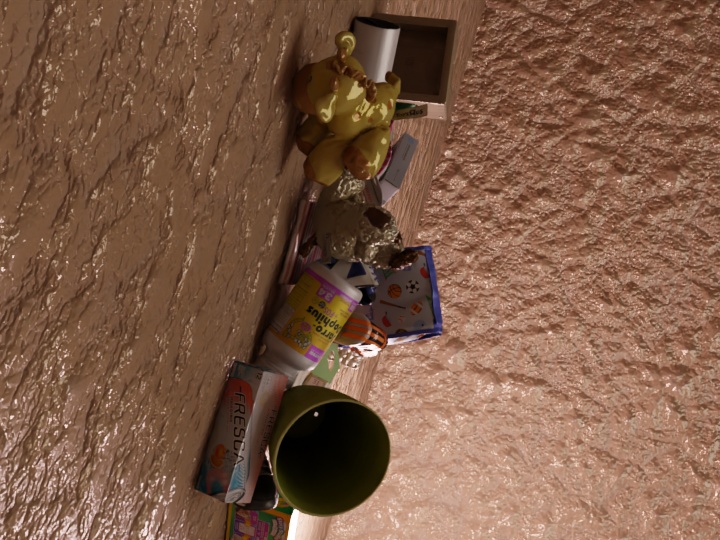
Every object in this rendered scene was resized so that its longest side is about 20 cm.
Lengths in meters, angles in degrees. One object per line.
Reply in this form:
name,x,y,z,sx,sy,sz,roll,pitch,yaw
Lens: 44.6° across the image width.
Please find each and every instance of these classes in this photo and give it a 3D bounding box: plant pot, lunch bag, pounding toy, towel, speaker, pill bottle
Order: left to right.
towel,-0.095,-0.049,1.519,0.200,0.030,0.147,-7,113,-78
pill bottle,-0.090,0.092,1.440,0.201,0.104,0.104,-56,171,-1
plant pot,-0.074,0.260,1.399,0.200,0.186,0.188,-149,-108,-66
speaker,0.010,-0.327,1.502,0.081,0.081,0.201,-57,161,-63
lunch bag,0.059,0.053,1.641,0.124,0.199,0.171,7,71,-54
pounding toy,0.079,-0.354,1.642,0.142,0.183,0.201,40,58,-81

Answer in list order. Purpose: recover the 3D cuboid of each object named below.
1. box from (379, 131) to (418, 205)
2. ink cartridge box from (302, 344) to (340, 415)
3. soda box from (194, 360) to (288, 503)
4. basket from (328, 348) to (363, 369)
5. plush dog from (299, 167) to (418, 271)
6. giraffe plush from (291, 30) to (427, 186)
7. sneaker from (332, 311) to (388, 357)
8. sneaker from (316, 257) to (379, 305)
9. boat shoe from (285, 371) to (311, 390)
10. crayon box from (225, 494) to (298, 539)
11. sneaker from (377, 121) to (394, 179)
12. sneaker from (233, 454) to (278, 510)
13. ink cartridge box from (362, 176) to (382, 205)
box,0.036,-0.174,1.828,0.200,0.041,0.156,-44,-162,46
ink cartridge box,-0.074,0.233,1.643,0.200,0.048,0.146,-55,159,-29
soda box,-0.177,0.241,1.312,0.068,0.063,0.201,25,80,-57
basket,-0.034,0.093,1.834,0.201,0.135,0.124,97,16,-49
plush dog,0.005,-0.057,1.461,0.161,0.171,0.200,-52,-139,19
giraffe plush,-0.027,-0.231,1.218,0.162,0.199,0.173,36,36,-57
sneaker,-0.038,0.109,1.538,0.112,0.199,0.078,37,74,-50
sneaker,0.000,0.000,1.556,0.199,0.115,0.081,-43,164,-32
boat shoe,-0.139,0.189,1.557,0.201,0.070,0.069,-63,144,-33
crayon box,-0.180,0.471,1.600,0.058,0.118,0.201,-62,166,-54
sneaker,0.029,-0.242,1.766,0.088,0.081,0.201,95,11,-59
sneaker,-0.175,0.296,1.400,0.200,0.075,0.116,-148,-119,-71
ink cartridge box,-0.007,-0.118,1.659,0.200,0.067,0.117,94,-19,-56
